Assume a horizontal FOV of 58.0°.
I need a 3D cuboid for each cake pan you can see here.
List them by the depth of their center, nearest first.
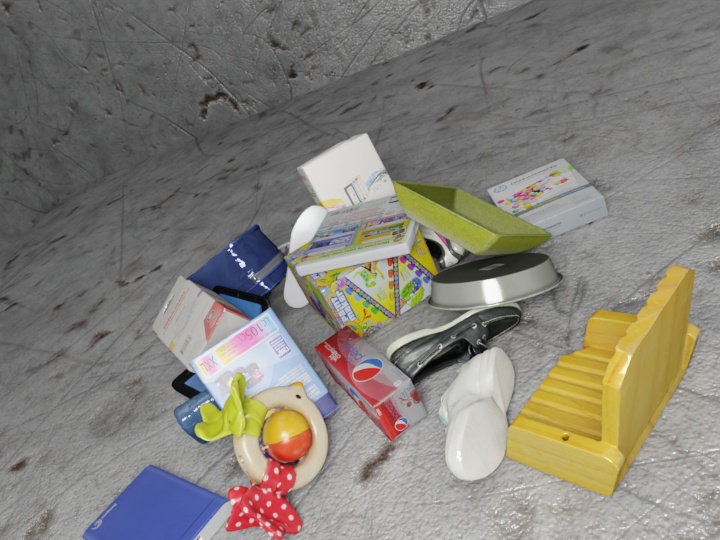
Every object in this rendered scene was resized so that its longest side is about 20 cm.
[{"bbox_3d":[0.192,0.013,0.951,0.200,0.037,0.200,-13,8,2],"label":"cake pan"}]

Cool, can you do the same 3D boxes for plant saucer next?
[{"bbox_3d":[0.170,-0.076,1.019,0.200,0.048,0.200,33,22,33],"label":"plant saucer"}]

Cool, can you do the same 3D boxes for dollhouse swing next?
[{"bbox_3d":[0.245,0.093,0.687,0.182,0.176,0.200,9,44,49],"label":"dollhouse swing"}]

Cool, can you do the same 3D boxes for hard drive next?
[{"bbox_3d":[-0.278,0.342,0.881,0.200,0.025,0.132,2,38,43],"label":"hard drive"}]

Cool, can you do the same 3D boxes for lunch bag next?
[{"bbox_3d":[-0.243,0.022,1.280,0.200,0.132,0.136,-35,9,28],"label":"lunch bag"}]

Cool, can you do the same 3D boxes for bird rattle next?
[{"bbox_3d":[-0.105,0.218,0.800,0.163,0.200,0.113,-19,-18,-41],"label":"bird rattle"}]

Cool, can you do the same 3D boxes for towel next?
[{"bbox_3d":[-0.178,0.187,0.986,0.200,0.112,0.049,-30,68,-12],"label":"towel"}]

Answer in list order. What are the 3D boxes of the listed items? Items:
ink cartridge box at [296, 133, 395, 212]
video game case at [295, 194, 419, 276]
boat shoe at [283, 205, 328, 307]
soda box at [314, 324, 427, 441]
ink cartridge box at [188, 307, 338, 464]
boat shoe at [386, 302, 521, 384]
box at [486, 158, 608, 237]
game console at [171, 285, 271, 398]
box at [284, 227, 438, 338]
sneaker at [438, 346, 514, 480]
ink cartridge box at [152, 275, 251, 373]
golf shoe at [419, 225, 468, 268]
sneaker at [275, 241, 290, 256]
[{"bbox_3d":[-0.016,-0.153,1.304,0.145,0.200,0.147,-29,12,-5],"label":"ink cartridge box"},{"bbox_3d":[0.007,-0.066,1.087,0.200,0.022,0.182,-11,31,25],"label":"video game case"},{"bbox_3d":[-0.105,-0.030,1.240,0.072,0.200,0.068,9,14,-11],"label":"boat shoe"},{"bbox_3d":[0.009,0.151,0.912,0.063,0.070,0.200,-34,28,-13],"label":"soda box"},{"bbox_3d":[-0.124,0.173,0.903,0.136,0.200,0.076,-35,-3,-13],"label":"ink cartridge box"},{"bbox_3d":[0.139,0.103,0.887,0.199,0.075,0.066,-16,52,-13],"label":"boat shoe"},{"bbox_3d":[0.324,-0.123,1.152,0.156,0.041,0.200,-22,26,9],"label":"box"},{"bbox_3d":[-0.246,0.132,1.127,0.176,0.116,0.200,-42,30,-28],"label":"game console"},{"bbox_3d":[0.000,0.000,1.133,0.193,0.122,0.200,-32,28,-11],"label":"box"},{"bbox_3d":[0.126,0.176,0.780,0.088,0.075,0.200,-24,17,34],"label":"sneaker"},{"bbox_3d":[-0.277,0.094,1.117,0.200,0.067,0.117,27,87,50],"label":"ink cartridge box"},{"bbox_3d":[0.112,-0.078,1.171,0.092,0.073,0.200,-38,51,-18],"label":"golf shoe"},{"bbox_3d":[-0.216,-0.004,1.415,0.200,0.075,0.082,-23,12,-6],"label":"sneaker"}]
